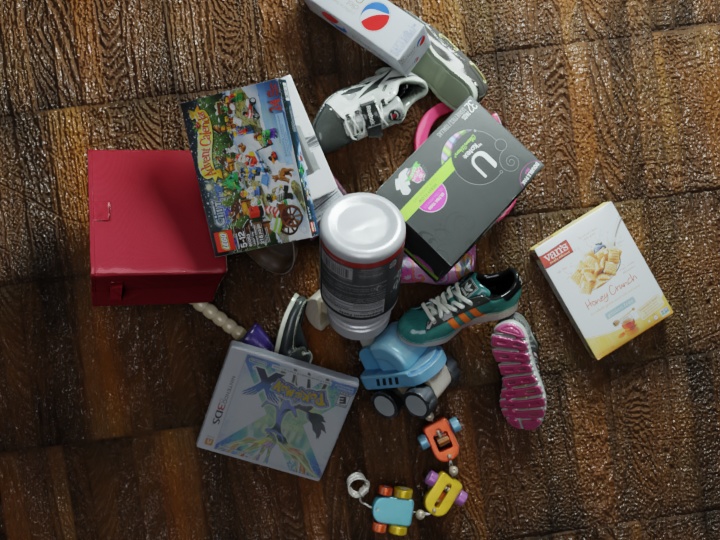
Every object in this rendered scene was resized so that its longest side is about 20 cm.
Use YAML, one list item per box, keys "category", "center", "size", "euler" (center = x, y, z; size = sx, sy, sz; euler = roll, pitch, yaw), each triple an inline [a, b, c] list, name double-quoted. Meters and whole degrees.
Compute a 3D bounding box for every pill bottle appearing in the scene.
- category: "pill bottle"
  center: [0.000, 0.000, 1.270]
  size: [0.114, 0.201, 0.117]
  euler: [1, 52, -1]

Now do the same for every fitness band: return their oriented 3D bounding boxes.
- category: "fitness band"
  center: [0.161, -0.163, 1.414]
  size: [0.142, 0.037, 0.202]
  euler: [-22, 93, 1]

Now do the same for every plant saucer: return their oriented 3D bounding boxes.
- category: "plant saucer"
  center: [-0.149, -0.088, 1.332]
  size: [0.032, 0.200, 0.201]
  euler: [-35, 94, -26]

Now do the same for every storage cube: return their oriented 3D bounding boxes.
- category: "storage cube"
  center: [-0.288, -0.058, 1.290]
  size: [0.177, 0.171, 0.203]
  euler: [-1, 74, -16]

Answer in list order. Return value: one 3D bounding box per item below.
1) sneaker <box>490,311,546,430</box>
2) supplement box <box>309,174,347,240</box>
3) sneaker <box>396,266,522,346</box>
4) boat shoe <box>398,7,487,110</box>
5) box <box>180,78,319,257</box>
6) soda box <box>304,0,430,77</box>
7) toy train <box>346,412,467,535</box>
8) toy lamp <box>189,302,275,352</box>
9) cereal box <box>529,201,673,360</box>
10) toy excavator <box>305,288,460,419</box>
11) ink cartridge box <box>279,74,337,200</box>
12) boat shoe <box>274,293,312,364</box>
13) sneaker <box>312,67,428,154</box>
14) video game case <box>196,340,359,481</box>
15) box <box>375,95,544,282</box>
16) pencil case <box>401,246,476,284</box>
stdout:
- category: "sneaker"
  center: [0.246, 0.148, 1.415]
  size: [0.073, 0.088, 0.202]
  euler: [-6, 116, 22]
- category: "supplement box"
  center: [-0.102, -0.149, 1.361]
  size: [0.085, 0.110, 0.201]
  euler: [-38, 95, -1]
- category: "sneaker"
  center: [0.143, 0.044, 1.336]
  size: [0.198, 0.080, 0.072]
  euler: [-20, 52, -16]
- category: "boat shoe"
  center: [0.108, -0.322, 1.390]
  size: [0.201, 0.072, 0.060]
  euler: [48, 46, 7]
- category: "box"
  center: [-0.140, -0.129, 1.179]
  size: [0.135, 0.038, 0.203]
  euler: [-11, 96, 13]
- category: "soda box"
  center: [0.005, -0.369, 1.345]
  size: [0.199, 0.068, 0.064]
  euler: [39, 91, 17]
- category: "toy train"
  center: [0.081, 0.314, 1.426]
  size: [0.199, 0.056, 0.151]
  euler: [-30, 93, -4]
- category: "toy lamp"
  center: [-0.215, 0.069, 1.395]
  size: [0.199, 0.058, 0.058]
  euler: [39, 90, -3]
- category: "cereal box"
  center: [0.372, 0.015, 1.430]
  size: [0.143, 0.040, 0.201]
  euler: [-32, 94, -1]
- category: "toy excavator"
  center: [0.028, 0.110, 1.373]
  size: [0.100, 0.193, 0.202]
  euler: [-40, 111, -43]
- category: "ink cartridge box"
  center: [-0.084, -0.150, 1.249]
  size: [0.067, 0.116, 0.202]
  euler: [-23, 94, -2]
- category: "boat shoe"
  center: [-0.099, 0.134, 1.393]
  size: [0.067, 0.072, 0.203]
  euler: [11, 102, 5]
- category: "sneaker"
  center: [0.016, -0.233, 1.337]
  size: [0.200, 0.088, 0.075]
  euler: [-41, 130, -22]
- category: "video game case"
  center: [-0.124, 0.211, 1.369]
  size: [0.198, 0.022, 0.184]
  euler: [18, 112, -11]
- category: "box"
  center: [0.130, -0.112, 1.309]
  size: [0.148, 0.124, 0.200]
  euler: [43, 77, 4]
- category: "pencil case"
  center: [0.077, -0.018, 1.393]
  size: [0.197, 0.087, 0.089]
  euler: [4, 93, -4]
